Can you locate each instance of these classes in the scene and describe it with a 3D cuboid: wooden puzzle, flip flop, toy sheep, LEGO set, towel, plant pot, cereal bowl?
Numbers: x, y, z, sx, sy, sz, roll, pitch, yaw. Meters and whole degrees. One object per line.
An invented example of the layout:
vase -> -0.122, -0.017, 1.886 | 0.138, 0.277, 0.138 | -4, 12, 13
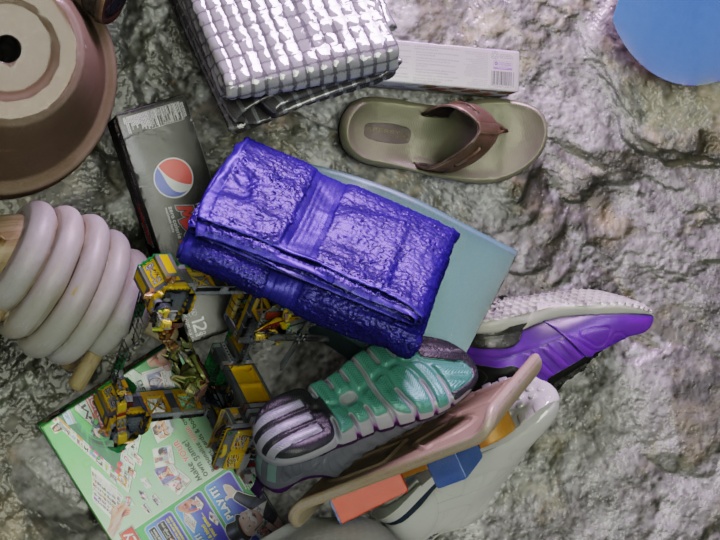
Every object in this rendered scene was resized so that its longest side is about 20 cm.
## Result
wooden puzzle -> 0.055, 0.148, 1.131 | 0.199, 0.185, 0.046 | -29, 90, 22
flip flop -> 0.079, -0.124, 1.246 | 0.199, 0.058, 0.082 | 4, 89, -17
toy sheep -> -0.238, 0.017, 1.113 | 0.199, 0.138, 0.138 | 28, 82, -30
LEGO set -> -0.119, 0.087, 1.080 | 0.153, 0.116, 0.200 | 7, 126, -38
towel -> -0.071, -0.223, 1.160 | 0.165, 0.086, 0.201 | -18, 69, -18
plant pot -> 0.000, 0.000, 1.184 | 0.199, 0.141, 0.142 | 30, 81, -9
cereal bowl -> -0.060, 0.262, 1.138 | 0.199, 0.200, 0.084 | -29, 77, -16
towel -> -0.027, -0.025, 1.061 | 0.199, 0.050, 0.148 | 24, 45, -2
plant pot -> -0.283, -0.159, 1.071 | 0.199, 0.175, 0.201 | 0, 91, -17

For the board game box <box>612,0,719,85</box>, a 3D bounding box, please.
board game box -> 0.318, -0.280, 1.335 | 0.157, 0.039, 0.201 | 16, 90, -22

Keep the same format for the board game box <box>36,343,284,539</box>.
board game box -> -0.168, 0.180, 1.182 | 0.134, 0.029, 0.201 | -32, 99, -15

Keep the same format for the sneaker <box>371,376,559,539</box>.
sneaker -> 0.103, 0.173, 1.230 | 0.200, 0.077, 0.081 | -38, 116, 13

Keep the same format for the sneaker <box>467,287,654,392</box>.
sneaker -> 0.178, 0.075, 1.278 | 0.199, 0.070, 0.100 | -5, 102, -18

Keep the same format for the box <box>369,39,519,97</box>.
box -> 0.048, -0.185, 1.246 | 0.199, 0.039, 0.042 | 1, 88, -18

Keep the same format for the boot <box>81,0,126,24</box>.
boot -> -0.225, -0.274, 1.112 | 0.096, 0.075, 0.201 | 14, 44, -8

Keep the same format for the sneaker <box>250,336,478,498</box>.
sneaker -> -0.001, 0.116, 1.088 | 0.199, 0.088, 0.075 | -17, 56, -27

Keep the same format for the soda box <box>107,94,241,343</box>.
soda box -> -0.152, -0.042, 1.165 | 0.063, 0.071, 0.201 | -18, 95, -16
